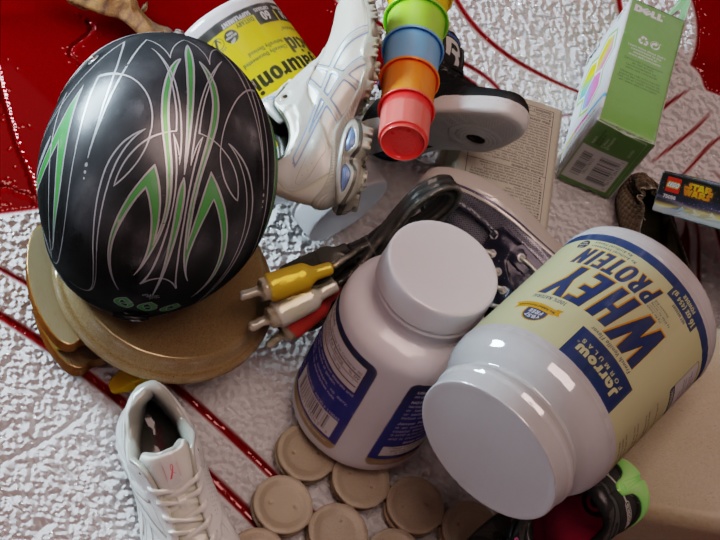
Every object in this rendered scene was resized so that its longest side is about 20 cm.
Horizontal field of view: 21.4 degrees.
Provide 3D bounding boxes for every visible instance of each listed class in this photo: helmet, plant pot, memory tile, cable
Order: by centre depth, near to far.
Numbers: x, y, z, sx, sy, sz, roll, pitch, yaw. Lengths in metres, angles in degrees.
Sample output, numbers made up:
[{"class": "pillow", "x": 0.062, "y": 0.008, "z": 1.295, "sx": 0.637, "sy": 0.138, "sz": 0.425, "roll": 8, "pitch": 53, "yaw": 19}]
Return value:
[{"class": "helmet", "x": -0.153, "y": -0.074, "z": 1.441, "sx": 0.199, "sy": 0.191, "sz": 0.201, "roll": 11, "pitch": 57, "yaw": -17}, {"class": "memory tile", "x": 0.003, "y": 0.221, "z": 1.518, "sx": 0.199, "sy": 0.017, "sz": 0.154, "roll": 26, "pitch": 59, "yaw": -4}, {"class": "cable", "x": 0.000, "y": 0.000, "z": 1.521, "sx": 0.199, "sy": 0.097, "sz": 0.050, "roll": -26, "pitch": 51, "yaw": 0}, {"class": "plant pot", "x": 0.283, "y": 0.161, "z": 1.546, "sx": 0.176, "sy": 0.200, "sz": 0.201, "roll": 2, "pitch": 62, "yaw": -3}]

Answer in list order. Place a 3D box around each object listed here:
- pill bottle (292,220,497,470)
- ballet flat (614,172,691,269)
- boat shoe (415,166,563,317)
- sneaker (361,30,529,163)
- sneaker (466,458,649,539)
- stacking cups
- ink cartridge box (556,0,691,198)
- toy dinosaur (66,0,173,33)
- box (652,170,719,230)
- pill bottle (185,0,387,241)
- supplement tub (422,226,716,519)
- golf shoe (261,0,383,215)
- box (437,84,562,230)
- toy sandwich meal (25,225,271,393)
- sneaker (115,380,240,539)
[{"class": "pill bottle", "x": 0.030, "y": 0.057, "z": 1.494, "sx": 0.119, "sy": 0.200, "sz": 0.120, "roll": 13, "pitch": 49, "yaw": -15}, {"class": "ballet flat", "x": 0.271, "y": 0.001, "z": 1.699, "sx": 0.067, "sy": 0.046, "sz": 0.201, "roll": -1, "pitch": 64, "yaw": -17}, {"class": "boat shoe", "x": 0.112, "y": 0.005, "z": 1.538, "sx": 0.200, "sy": 0.075, "sz": 0.093, "roll": 37, "pitch": 54, "yaw": 4}, {"class": "sneaker", "x": 0.076, "y": -0.161, "z": 1.623, "sx": 0.073, "sy": 0.200, "sz": 0.112, "roll": 32, "pitch": 68, "yaw": -33}, {"class": "sneaker", "x": 0.128, "y": 0.209, "z": 1.453, "sx": 0.077, "sy": 0.200, "sz": 0.084, "roll": 53, "pitch": 27, "yaw": 16}, {"class": "stacking cups", "x": 0.043, "y": -0.166, "z": 1.568, "sx": 0.060, "sy": 0.061, "sz": 0.201, "roll": 15, "pitch": 47, "yaw": -10}, {"class": "ink cartridge box", "x": 0.244, "y": -0.178, "z": 1.749, "sx": 0.059, "sy": 0.104, "sz": 0.201, "roll": 22, "pitch": 59, "yaw": -6}, {"class": "toy dinosaur", "x": -0.245, "y": -0.250, "z": 1.658, "sx": 0.199, "sy": 0.060, "sz": 0.107, "roll": 18, "pitch": 61, "yaw": -8}, {"class": "box", "x": 0.370, "y": -0.041, "z": 1.661, "sx": 0.199, "sy": 0.137, "sz": 0.040, "roll": 18, "pitch": 96, "yaw": 25}, {"class": "pill bottle", "x": -0.067, "y": -0.127, "z": 1.621, "sx": 0.111, "sy": 0.111, "sz": 0.200, "roll": -29, "pitch": 76, "yaw": -28}, {"class": "supplement tub", "x": 0.154, "y": 0.075, "z": 1.407, "sx": 0.145, "sy": 0.145, "sz": 0.200, "roll": 45, "pitch": 57, "yaw": 8}, {"class": "golf shoe", "x": -0.034, "y": -0.145, "z": 1.535, "sx": 0.097, "sy": 0.078, "sz": 0.201, "roll": 9, "pitch": 64, "yaw": -3}, {"class": "box", "x": 0.112, "y": -0.052, "z": 1.657, "sx": 0.095, "sy": 0.078, "sz": 0.201, "roll": 17, "pitch": 60, "yaw": -8}, {"class": "toy sandwich meal", "x": -0.170, "y": 0.019, "z": 1.542, "sx": 0.204, "sy": 0.070, "sz": 0.206, "roll": 11, "pitch": 57, "yaw": -17}, {"class": "sneaker", "x": -0.141, "y": 0.174, "z": 1.443, "sx": 0.078, "sy": 0.099, "sz": 0.201, "roll": -23, "pitch": 69, "yaw": -11}]
